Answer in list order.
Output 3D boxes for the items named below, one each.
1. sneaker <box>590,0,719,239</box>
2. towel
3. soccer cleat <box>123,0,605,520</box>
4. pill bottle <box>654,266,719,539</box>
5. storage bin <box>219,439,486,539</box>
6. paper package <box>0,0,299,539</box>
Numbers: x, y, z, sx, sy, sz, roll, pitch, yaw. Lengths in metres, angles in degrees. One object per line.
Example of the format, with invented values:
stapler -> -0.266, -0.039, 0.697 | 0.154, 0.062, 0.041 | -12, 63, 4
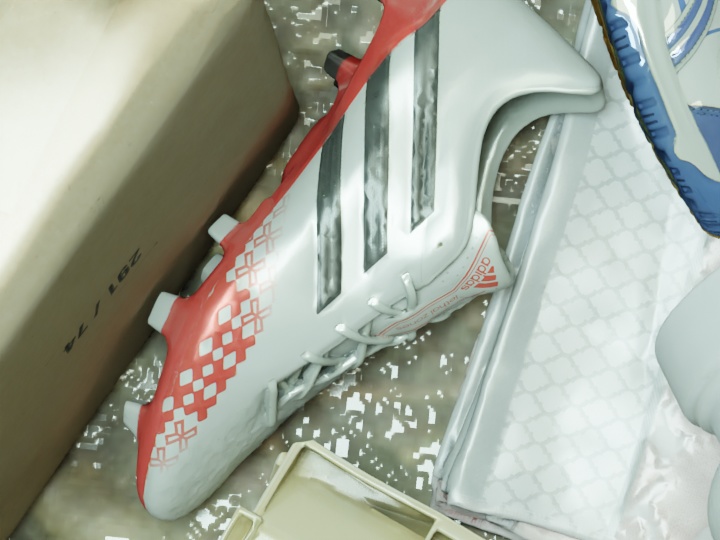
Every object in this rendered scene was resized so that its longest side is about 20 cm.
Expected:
sneaker -> 0.106, -0.112, 0.811 | 0.088, 0.075, 0.201 | -17, 88, 2
towel -> 0.138, 0.012, 0.856 | 0.190, 0.032, 0.201 | 17, 86, 3
soccer cleat -> 0.000, 0.000, 0.837 | 0.085, 0.069, 0.200 | 32, 88, 15
pill bottle -> 0.168, 0.085, 0.756 | 0.116, 0.116, 0.200 | -25, 67, -1
storage bin -> 0.014, 0.183, 0.811 | 0.200, 0.094, 0.199 | 29, 85, 5
paper package -> -0.114, -0.013, 0.787 | 0.103, 0.191, 0.200 | 33, 85, 8
